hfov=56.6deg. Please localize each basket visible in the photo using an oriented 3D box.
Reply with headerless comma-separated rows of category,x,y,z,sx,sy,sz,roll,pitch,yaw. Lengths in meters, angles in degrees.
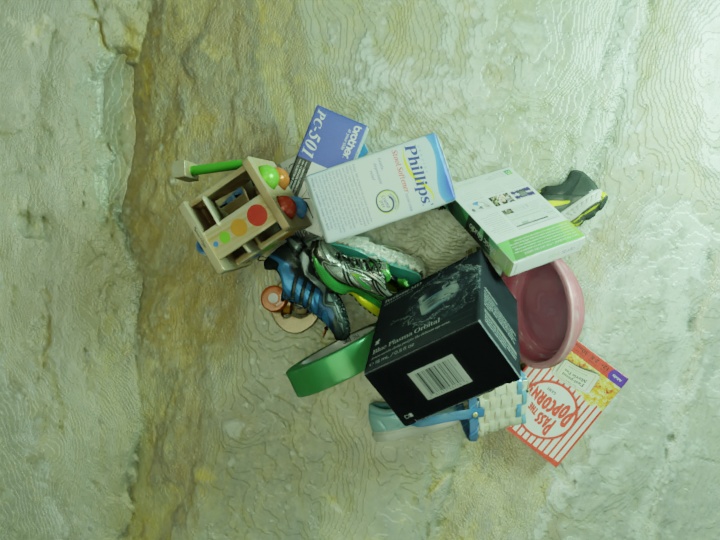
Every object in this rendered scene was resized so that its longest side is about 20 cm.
basket,0.161,0.190,1.095,0.199,0.176,0.140,-11,112,-4

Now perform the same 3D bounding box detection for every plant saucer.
plant saucer,0.301,0.060,1.104,0.051,0.200,0.202,-4,95,-22

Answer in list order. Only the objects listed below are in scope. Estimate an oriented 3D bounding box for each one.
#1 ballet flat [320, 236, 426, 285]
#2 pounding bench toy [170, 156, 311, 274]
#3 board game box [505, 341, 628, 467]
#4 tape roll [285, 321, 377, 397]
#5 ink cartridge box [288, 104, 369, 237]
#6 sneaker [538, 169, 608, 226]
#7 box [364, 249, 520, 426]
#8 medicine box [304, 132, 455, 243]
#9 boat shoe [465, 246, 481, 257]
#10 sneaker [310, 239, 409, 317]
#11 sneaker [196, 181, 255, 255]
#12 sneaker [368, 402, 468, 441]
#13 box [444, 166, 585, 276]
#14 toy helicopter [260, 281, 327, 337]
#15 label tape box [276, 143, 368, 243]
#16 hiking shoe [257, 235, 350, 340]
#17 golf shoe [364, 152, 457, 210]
ballet flat,0.022,-0.023,1.179,0.199,0.072,0.072,20,97,-6
pounding bench toy,-0.193,-0.124,1.068,0.156,0.124,0.201,-32,89,13
board game box,0.341,0.217,1.171,0.151,0.046,0.200,36,98,4
tape roll,-0.028,0.147,1.137,0.200,0.200,0.048,-26,91,9
ink cartridge box,-0.067,-0.167,1.133,0.094,0.044,0.201,23,96,3
sneaker,0.319,-0.095,1.147,0.199,0.074,0.085,-32,65,14
box,0.126,0.098,1.011,0.196,0.200,0.118,-29,111,25
medicine box,0.028,-0.124,1.022,0.199,0.182,0.103,-19,96,1
boat shoe,0.190,0.060,1.171,0.076,0.072,0.201,-4,94,20
sneaker,0.000,0.000,1.120,0.200,0.078,0.085,30,126,-27
sneaker,-0.220,-0.092,1.173,0.074,0.082,0.200,49,123,17
sneaker,0.106,0.244,1.191,0.199,0.074,0.082,-17,94,7
box,0.239,-0.084,1.075,0.144,0.036,0.200,-18,48,-21
toy helicopter,-0.074,0.030,1.201,0.132,0.079,0.200,39,86,10
label tape box,-0.066,-0.145,1.189,0.199,0.066,0.144,-25,91,10
hiking shoe,-0.089,0.042,1.144,0.086,0.074,0.201,-33,80,2
golf shoe,0.093,-0.159,1.160,0.199,0.077,0.089,7,66,-8
